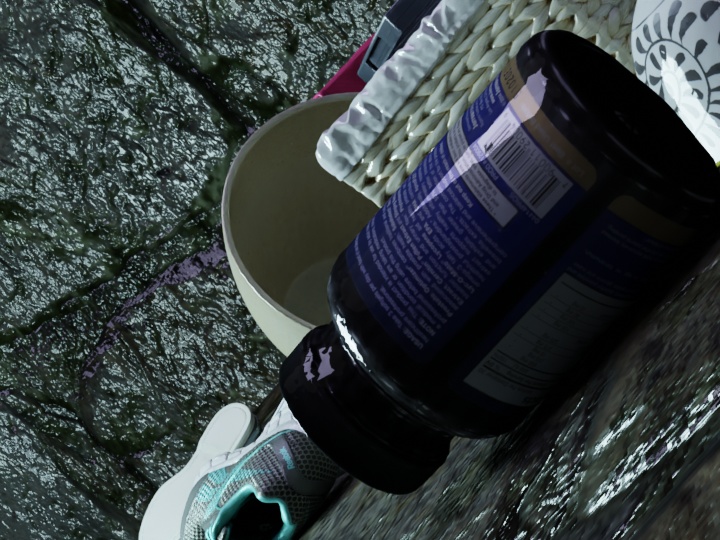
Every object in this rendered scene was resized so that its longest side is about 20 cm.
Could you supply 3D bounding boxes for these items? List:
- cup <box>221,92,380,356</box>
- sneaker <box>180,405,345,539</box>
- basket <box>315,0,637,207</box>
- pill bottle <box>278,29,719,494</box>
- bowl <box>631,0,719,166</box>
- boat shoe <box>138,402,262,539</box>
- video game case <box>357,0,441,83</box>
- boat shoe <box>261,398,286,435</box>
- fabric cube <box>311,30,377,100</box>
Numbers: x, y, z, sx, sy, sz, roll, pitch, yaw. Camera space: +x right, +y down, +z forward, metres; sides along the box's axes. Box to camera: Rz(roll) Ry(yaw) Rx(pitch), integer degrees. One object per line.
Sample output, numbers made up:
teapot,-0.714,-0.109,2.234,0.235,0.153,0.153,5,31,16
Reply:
cup,0.000,0.000,1.592,0.200,0.200,0.144,-50,-16,-30
sneaker,-0.079,0.165,1.548,0.200,0.077,0.091,-49,5,47
basket,0.111,-0.116,1.366,0.200,0.161,0.198,-47,3,36
pill bottle,0.056,0.002,1.011,0.200,0.112,0.112,-48,2,21
bowl,0.193,-0.149,1.121,0.201,0.094,0.201,-49,3,3
boat shoe,-0.172,0.245,2.572,0.201,0.073,0.062,-57,-39,-15
video game case,0.057,-0.188,1.443,0.143,0.019,0.200,-49,0,-7
boat shoe,-0.023,0.091,1.667,0.200,0.074,0.065,-48,4,-28
fabric cube,0.065,-0.130,2.143,0.199,0.200,0.196,-48,0,-25
